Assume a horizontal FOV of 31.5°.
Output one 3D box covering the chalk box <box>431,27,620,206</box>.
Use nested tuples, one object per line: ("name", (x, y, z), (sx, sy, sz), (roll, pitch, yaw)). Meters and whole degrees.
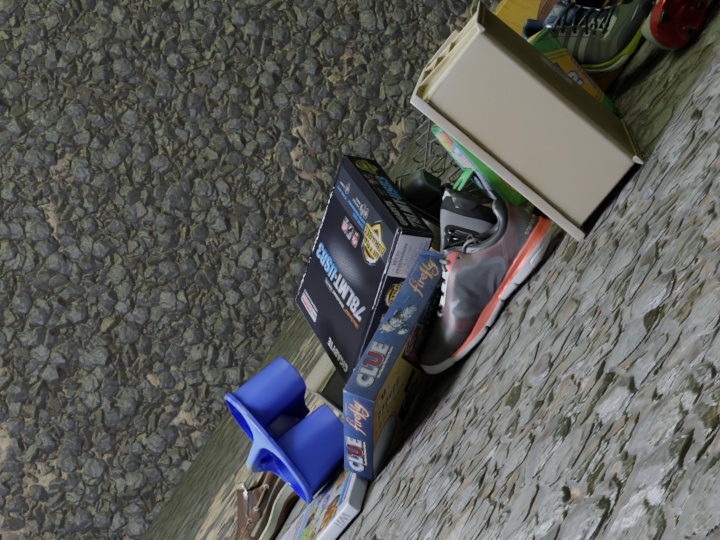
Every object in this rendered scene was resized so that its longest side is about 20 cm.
("chalk box", (0.158, -0.147, 1.386), (0.200, 0.124, 0.124), (-41, 6, 0))

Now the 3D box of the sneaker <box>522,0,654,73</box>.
("sneaker", (0.246, -0.262, 1.405), (0.199, 0.081, 0.074), (-16, 41, 61))

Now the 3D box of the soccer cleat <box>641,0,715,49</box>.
("soccer cleat", (0.348, -0.311, 1.281), (0.201, 0.068, 0.085), (-59, 10, 3))

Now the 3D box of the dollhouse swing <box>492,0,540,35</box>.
("dollhouse swing", (0.287, -0.422, 1.980), (0.200, 0.180, 0.177), (-50, 27, 37))

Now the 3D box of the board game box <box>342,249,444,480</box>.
("board game box", (0.039, 0.094, 1.306), (0.136, 0.034, 0.201), (90, -155, -48))

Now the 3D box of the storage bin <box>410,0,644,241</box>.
("storage bin", (0.158, -0.152, 1.220), (0.094, 0.199, 0.199), (-50, 6, 18))

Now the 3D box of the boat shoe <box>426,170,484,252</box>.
("boat shoe", (0.159, -0.106, 1.647), (0.202, 0.072, 0.066), (-54, -5, 5))

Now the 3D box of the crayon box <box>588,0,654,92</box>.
("crayon box", (0.276, -0.245, 1.549), (0.201, 0.051, 0.126), (-54, 6, -1))

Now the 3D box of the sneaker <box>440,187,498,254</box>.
("sneaker", (0.117, -0.025, 1.341), (0.200, 0.073, 0.080), (71, -142, -67))

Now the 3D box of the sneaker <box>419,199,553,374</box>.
("sneaker", (0.107, 0.011, 1.275), (0.201, 0.081, 0.077), (-55, 5, 17))

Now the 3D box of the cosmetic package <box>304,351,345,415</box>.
("cosmetic package", (-0.006, 0.127, 1.589), (0.104, 0.073, 0.200), (-55, 5, -8))

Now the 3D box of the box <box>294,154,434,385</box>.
("box", (0.000, 0.000, 1.444), (0.200, 0.049, 0.200), (-70, 28, 22))

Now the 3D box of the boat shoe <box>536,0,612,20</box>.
("boat shoe", (0.266, -0.334, 1.532), (0.068, 0.072, 0.200), (-55, 8, -32))

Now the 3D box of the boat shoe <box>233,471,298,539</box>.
("boat shoe", (-0.130, 0.294, 1.607), (0.203, 0.075, 0.075), (-57, 6, -20))

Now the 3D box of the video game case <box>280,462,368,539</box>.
("video game case", (-0.053, 0.280, 1.349), (0.201, 0.018, 0.143), (-53, 5, 22))

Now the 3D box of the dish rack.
("dish rack", (0.122, -0.142, 1.504), (0.054, 0.152, 0.202), (-29, 43, 47))

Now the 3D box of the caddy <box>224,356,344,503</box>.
("caddy", (-0.086, 0.185, 1.416), (0.105, 0.141, 0.200), (-41, -14, -12))
